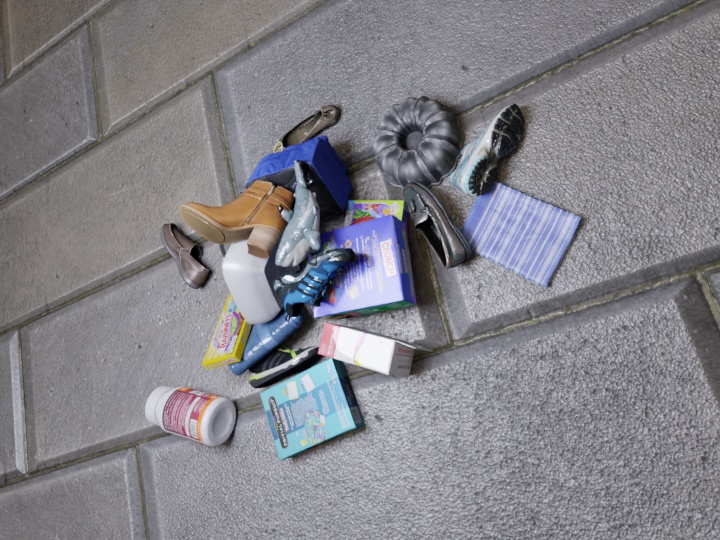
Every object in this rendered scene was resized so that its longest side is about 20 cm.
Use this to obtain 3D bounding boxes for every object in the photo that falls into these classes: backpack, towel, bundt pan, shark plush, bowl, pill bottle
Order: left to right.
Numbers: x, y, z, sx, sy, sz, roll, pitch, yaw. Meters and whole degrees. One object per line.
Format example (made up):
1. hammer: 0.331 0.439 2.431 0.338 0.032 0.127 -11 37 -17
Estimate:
1. pill bottle: -0.398 0.333 1.261 0.198 0.109 0.111 6 84 27
2. towel: -0.210 0.142 1.201 0.199 0.049 0.112 -39 31 6
3. bowl: -0.195 -0.005 1.149 0.074 0.201 0.201 4 45 18
4. shark plush: -0.119 -0.108 1.033 0.082 0.091 0.203 1 100 -12
5. backpack: -0.136 -0.192 1.191 0.198 0.163 0.169 -14 37 28
6. bundt pan: 0.110 -0.271 1.128 0.200 0.076 0.205 -5 80 27
7. towel: 0.297 -0.077 1.031 0.199 0.024 0.146 30 96 27

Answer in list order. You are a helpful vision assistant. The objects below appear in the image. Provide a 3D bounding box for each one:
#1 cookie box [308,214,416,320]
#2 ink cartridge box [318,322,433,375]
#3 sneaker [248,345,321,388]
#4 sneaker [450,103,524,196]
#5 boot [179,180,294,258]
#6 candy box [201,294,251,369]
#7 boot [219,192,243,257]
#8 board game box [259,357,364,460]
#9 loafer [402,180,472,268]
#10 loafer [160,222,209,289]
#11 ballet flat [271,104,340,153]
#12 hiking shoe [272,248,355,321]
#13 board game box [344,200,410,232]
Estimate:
1. cookie box: 0.000 0.000 1.085 0.198 0.075 0.173 -12 76 26
2. ink cartridge box: 0.032 0.161 1.071 0.198 0.116 0.068 11 85 28
3. sneaker: -0.179 0.193 1.197 0.199 0.072 0.084 -27 69 20
4. sneaker: 0.241 -0.243 1.058 0.201 0.077 0.086 -56 35 -6
5. boot: -0.237 -0.123 1.067 0.198 0.074 0.156 25 59 -8
6. candy box: -0.288 0.126 1.228 0.101 0.026 0.201 -21 40 30
7. boot: -0.278 -0.089 1.300 0.130 0.068 0.201 -39 68 9
8. board game box: -0.107 0.295 1.157 0.199 0.047 0.152 -28 70 20
9. loafer: 0.139 -0.092 1.070 0.063 0.072 0.201 -29 71 -23
10. loafer: -0.438 -0.047 1.375 0.071 0.073 0.201 -36 72 5
11. ballet flat: -0.137 -0.327 1.276 0.199 0.046 0.068 -29 69 20
12. hiking shoe: -0.079 0.023 1.048 0.199 0.074 0.088 -29 77 32
13. board game box: 0.028 -0.046 1.148 0.133 0.045 0.203 3 83 27
